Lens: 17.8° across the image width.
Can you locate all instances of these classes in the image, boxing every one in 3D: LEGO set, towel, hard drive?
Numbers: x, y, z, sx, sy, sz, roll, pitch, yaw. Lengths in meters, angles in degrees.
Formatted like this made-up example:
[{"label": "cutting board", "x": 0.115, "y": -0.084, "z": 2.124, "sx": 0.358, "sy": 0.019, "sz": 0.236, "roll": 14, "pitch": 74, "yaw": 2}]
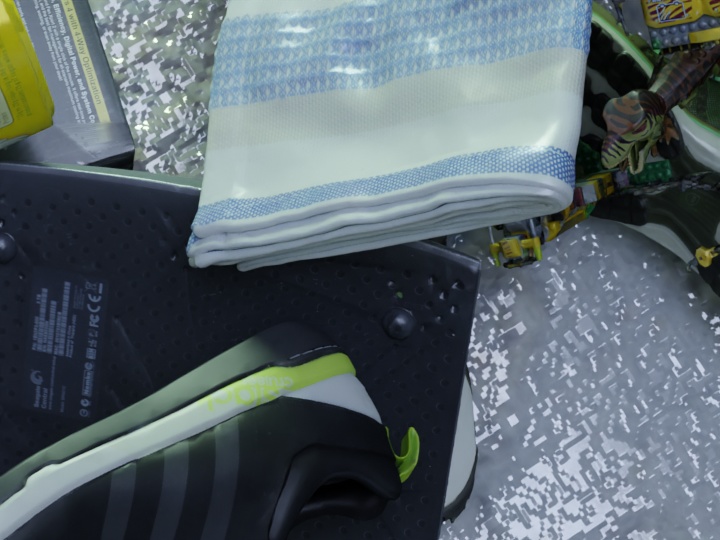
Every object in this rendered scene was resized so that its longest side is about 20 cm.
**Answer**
[{"label": "LEGO set", "x": 0.099, "y": -0.072, "z": 0.819, "sx": 0.199, "sy": 0.116, "sz": 0.155, "roll": 1, "pitch": 105, "yaw": 28}, {"label": "towel", "x": 0.012, "y": -0.099, "z": 0.787, "sx": 0.146, "sy": 0.024, "sz": 0.202, "roll": -9, "pitch": 62, "yaw": 29}, {"label": "hard drive", "x": -0.059, "y": 0.030, "z": 0.840, "sx": 0.198, "sy": 0.042, "sz": 0.136, "roll": 10, "pitch": 110, "yaw": 7}]

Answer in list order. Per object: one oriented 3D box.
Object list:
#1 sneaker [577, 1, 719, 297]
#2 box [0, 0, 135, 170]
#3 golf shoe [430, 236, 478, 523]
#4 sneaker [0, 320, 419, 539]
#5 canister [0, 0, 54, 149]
[{"label": "sneaker", "x": 0.136, "y": -0.053, "z": 0.932, "sx": 0.200, "sy": 0.077, "sz": 0.089, "roll": 40, "pitch": 38, "yaw": 10}, {"label": "box", "x": -0.192, "y": -0.111, "z": 0.890, "sx": 0.160, "sy": 0.049, "sz": 0.201, "roll": -18, "pitch": 80, "yaw": -10}, {"label": "golf shoe", "x": 0.000, "y": 0.000, "z": 0.873, "sx": 0.077, "sy": 0.094, "sz": 0.202, "roll": -15, "pitch": 82, "yaw": -13}, {"label": "sneaker", "x": -0.063, "y": 0.089, "z": 0.744, "sx": 0.199, "sy": 0.072, "sz": 0.083, "roll": -31, "pitch": 77, "yaw": -26}, {"label": "canister", "x": -0.222, "y": -0.071, "z": 0.797, "sx": 0.199, "sy": 0.087, "sz": 0.149, "roll": -25, "pitch": 62, "yaw": -8}]
